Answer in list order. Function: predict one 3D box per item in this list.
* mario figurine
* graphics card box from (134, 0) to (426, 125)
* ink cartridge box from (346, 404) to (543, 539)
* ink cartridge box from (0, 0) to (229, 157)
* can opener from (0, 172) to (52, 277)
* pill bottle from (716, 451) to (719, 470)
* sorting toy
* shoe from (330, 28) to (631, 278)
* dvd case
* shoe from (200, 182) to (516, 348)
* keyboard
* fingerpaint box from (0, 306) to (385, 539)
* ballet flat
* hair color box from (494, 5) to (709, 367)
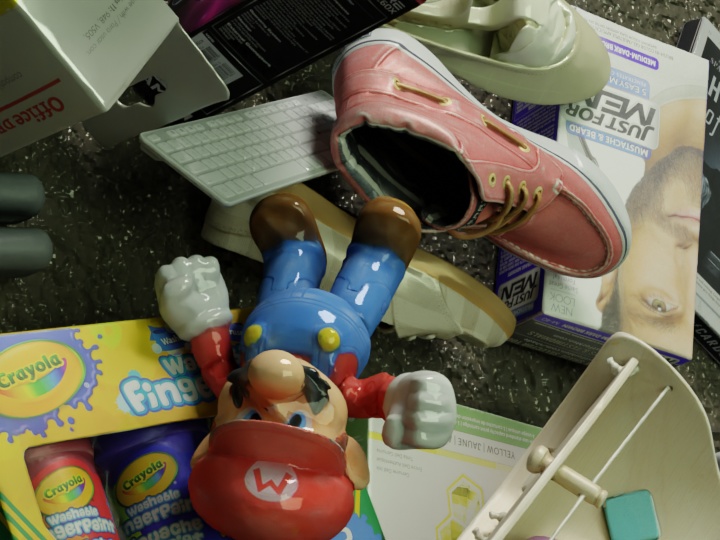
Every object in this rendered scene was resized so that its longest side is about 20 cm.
[{"bbox_3d":[-0.025,0.032,0.828,0.106,0.123,0.201,44,35,-26],"label":"mario figurine"},{"bbox_3d":[-0.023,-0.153,0.929,0.051,0.199,0.126,42,54,-21],"label":"graphics card box"},{"bbox_3d":[0.040,0.173,1.007,0.145,0.048,0.201,18,64,-39],"label":"ink cartridge box"},{"bbox_3d":[-0.165,-0.120,0.845,0.200,0.117,0.067,49,52,-21],"label":"ink cartridge box"},{"bbox_3d":[-0.215,-0.023,0.814,0.199,0.066,0.053,3,75,-47],"label":"can opener"},{"bbox_3d":[0.280,0.210,1.174,0.113,0.113,0.202,7,75,-41],"label":"pill bottle"},{"bbox_3d":[0.137,0.165,0.944,0.180,0.107,0.200,38,48,10],"label":"sorting toy"},{"bbox_3d":[0.064,-0.040,0.998,0.200,0.071,0.091,36,31,-19],"label":"shoe"},{"bbox_3d":[0.243,-0.049,1.271,0.150,0.025,0.201,41,55,-28],"label":"dvd case"},{"bbox_3d":[0.000,0.000,1.012,0.199,0.070,0.054,30,88,-30],"label":"shoe"},{"bbox_3d":[-0.041,-0.064,0.956,0.056,0.011,0.200,32,22,16],"label":"keyboard"},{"bbox_3d":[-0.091,0.109,0.857,0.199,0.073,0.168,-4,66,-43],"label":"fingerpaint box"},{"bbox_3d":[0.063,-0.141,1.059,0.199,0.069,0.070,11,70,-20],"label":"ballet flat"},{"bbox_3d":[0.146,-0.046,1.139,0.109,0.065,0.201,17,68,-24],"label":"hair color box"}]
